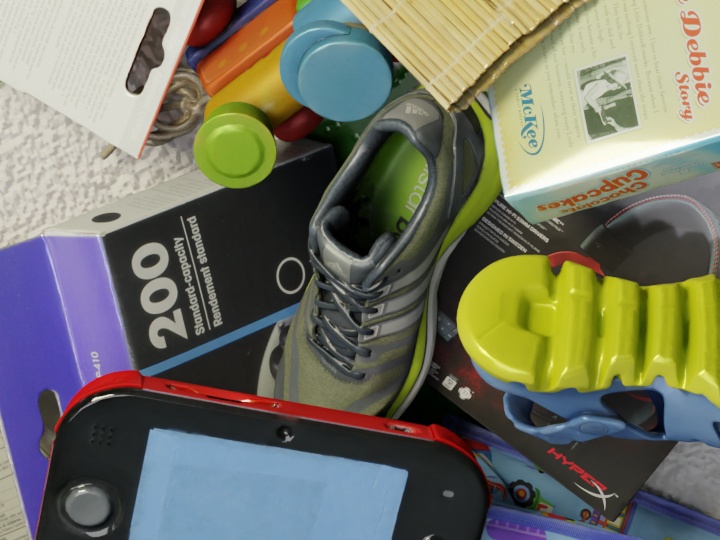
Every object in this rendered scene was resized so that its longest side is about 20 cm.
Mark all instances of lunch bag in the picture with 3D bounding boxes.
[{"bbox_3d":[0.112,0.182,1.160,0.200,0.094,0.151,17,111,-8],"label":"lunch bag"}]

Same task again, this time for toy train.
[{"bbox_3d":[-0.057,-0.076,1.090,0.200,0.116,0.085,-35,114,24],"label":"toy train"}]

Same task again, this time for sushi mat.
[{"bbox_3d":[0.017,-0.160,1.030,0.096,0.012,0.200,-39,60,-3],"label":"sushi mat"}]

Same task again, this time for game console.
[{"bbox_3d":[-0.051,0.139,1.070,0.199,0.031,0.177,11,111,-7],"label":"game console"}]

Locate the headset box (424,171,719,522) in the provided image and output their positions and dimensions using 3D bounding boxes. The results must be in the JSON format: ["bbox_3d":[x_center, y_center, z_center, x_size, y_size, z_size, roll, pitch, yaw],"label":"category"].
[{"bbox_3d":[0.123,-0.008,1.089,0.149,0.075,0.200,37,115,3],"label":"headset box"}]

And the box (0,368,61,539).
[{"bbox_3d":[-0.147,0.110,1.169,0.095,0.078,0.200,-22,127,22],"label":"box"}]

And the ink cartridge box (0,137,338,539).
[{"bbox_3d":[-0.077,0.058,1.115,0.043,0.200,0.199,8,116,52],"label":"ink cartridge box"}]

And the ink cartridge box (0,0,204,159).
[{"bbox_3d":[-0.160,-0.151,1.129,0.200,0.050,0.109,31,115,13],"label":"ink cartridge box"}]

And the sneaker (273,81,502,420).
[{"bbox_3d":[0.000,0.000,1.053,0.074,0.081,0.200,29,112,23],"label":"sneaker"}]

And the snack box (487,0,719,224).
[{"bbox_3d":[0.107,-0.131,1.014,0.116,0.037,0.200,-16,67,21],"label":"snack box"}]

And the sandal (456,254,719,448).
[{"bbox_3d":[0.140,0.046,1.029,0.199,0.080,0.087,12,149,4],"label":"sandal"}]
